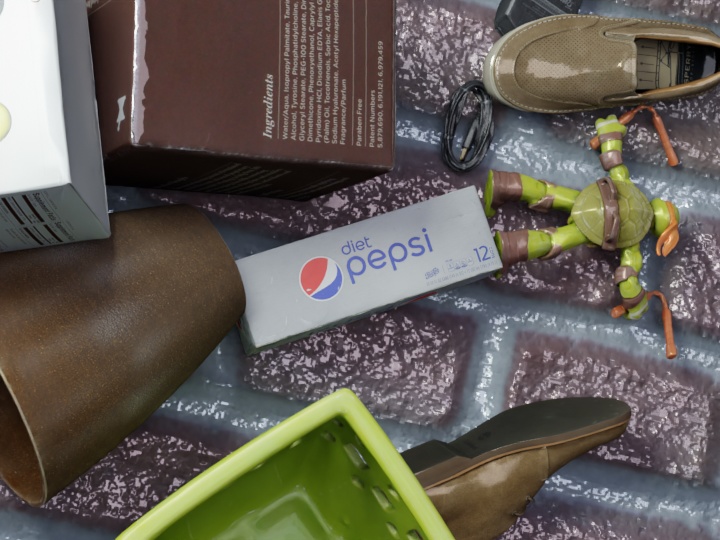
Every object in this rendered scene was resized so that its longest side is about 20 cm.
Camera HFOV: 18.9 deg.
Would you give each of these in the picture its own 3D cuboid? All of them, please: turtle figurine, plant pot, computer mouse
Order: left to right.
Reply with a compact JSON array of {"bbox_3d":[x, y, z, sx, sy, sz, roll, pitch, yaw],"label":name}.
[{"bbox_3d":[-0.189,0.036,1.539,0.199,0.187,0.187,-30,88,-22],"label":"plant pot"},{"bbox_3d":[-0.048,0.220,1.523,0.199,0.181,0.201,-32,88,-13],"label":"plant pot"},{"bbox_3d":[0.114,-0.168,1.687,0.059,0.034,0.201,33,82,-23],"label":"computer mouse"},{"bbox_3d":[0.179,-0.030,1.656,0.160,0.064,0.201,-3,82,-10],"label":"turtle figurine"}]

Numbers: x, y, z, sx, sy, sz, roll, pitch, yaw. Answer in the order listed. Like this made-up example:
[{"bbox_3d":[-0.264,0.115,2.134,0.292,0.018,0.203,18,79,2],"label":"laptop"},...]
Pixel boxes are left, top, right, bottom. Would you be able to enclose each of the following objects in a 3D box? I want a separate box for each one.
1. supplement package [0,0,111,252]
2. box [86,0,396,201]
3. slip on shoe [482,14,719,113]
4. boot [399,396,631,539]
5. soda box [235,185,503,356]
[{"bbox_3d":[-0.281,-0.114,1.422,0.199,0.147,0.192,-8,77,1],"label":"supplement package"},{"bbox_3d":[-0.095,-0.146,1.554,0.199,0.166,0.165,4,82,-25],"label":"box"},{"bbox_3d":[0.194,-0.158,1.666,0.199,0.061,0.076,0,96,-17],"label":"slip on shoe"},{"bbox_3d":[0.114,0.151,1.627,0.199,0.074,0.076,-19,104,-7],"label":"boot"},{"bbox_3d":[0.000,0.000,1.622,0.199,0.063,0.069,-18,85,-11],"label":"soda box"}]
